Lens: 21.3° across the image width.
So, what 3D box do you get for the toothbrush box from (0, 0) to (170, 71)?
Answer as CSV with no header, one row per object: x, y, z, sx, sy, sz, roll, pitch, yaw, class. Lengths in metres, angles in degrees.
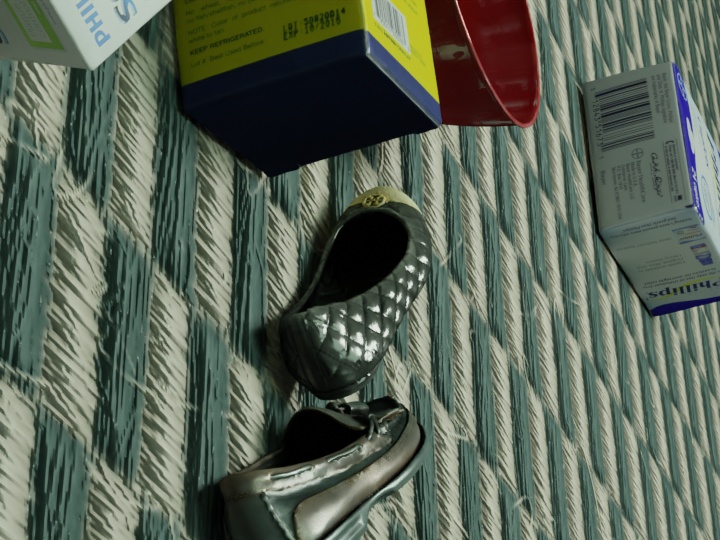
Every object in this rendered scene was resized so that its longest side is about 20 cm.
-0.102,-0.201,0.792,0.200,0.086,0.146,-46,127,-27,toothbrush box

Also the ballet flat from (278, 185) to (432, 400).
0.000,0.000,1.094,0.200,0.066,0.057,-71,146,-58,ballet flat

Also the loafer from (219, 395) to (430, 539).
-0.017,0.096,0.982,0.063,0.072,0.200,66,22,-9,loafer

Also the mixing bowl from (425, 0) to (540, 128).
0.035,-0.177,1.264,0.200,0.108,0.200,-15,90,-72,mixing bowl

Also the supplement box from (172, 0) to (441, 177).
-0.035,-0.172,1.060,0.110,0.109,0.200,36,43,-61,supplement box

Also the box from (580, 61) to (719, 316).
0.314,-0.082,1.986,0.200,0.105,0.184,49,33,-53,box
